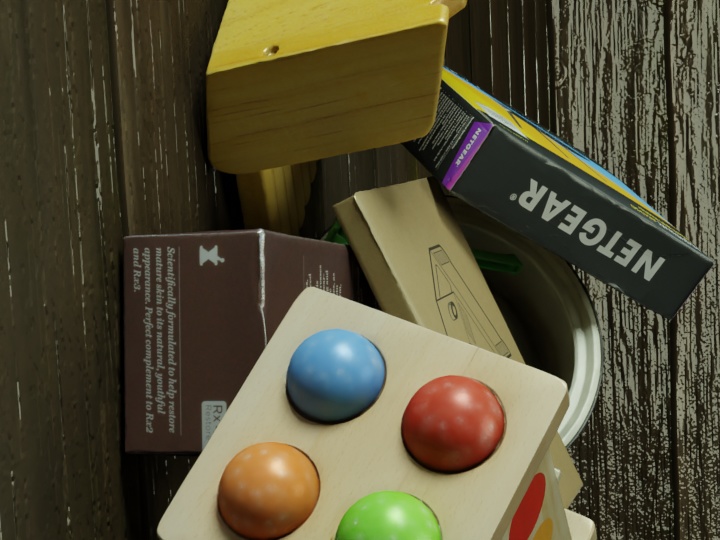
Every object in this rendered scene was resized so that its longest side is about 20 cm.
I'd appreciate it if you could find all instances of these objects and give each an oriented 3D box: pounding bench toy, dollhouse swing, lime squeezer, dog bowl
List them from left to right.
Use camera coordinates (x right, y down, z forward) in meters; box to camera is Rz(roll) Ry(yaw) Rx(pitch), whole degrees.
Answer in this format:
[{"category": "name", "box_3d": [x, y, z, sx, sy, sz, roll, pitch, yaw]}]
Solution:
[{"category": "pounding bench toy", "box_3d": [-0.006, 0.135, 0.674, 0.200, 0.124, 0.156, -59, 153, -24]}, {"category": "lime squeezer", "box_3d": [0.000, 0.000, 0.988, 0.038, 0.199, 0.071, -44, -112, 52]}, {"category": "dollhouse swing", "box_3d": [0.008, -0.112, 0.937, 0.201, 0.181, 0.176, -79, 153, -47]}, {"category": "dog bowl", "box_3d": [0.046, 0.056, 1.035, 0.074, 0.199, 0.201, 105, -9, -62]}]

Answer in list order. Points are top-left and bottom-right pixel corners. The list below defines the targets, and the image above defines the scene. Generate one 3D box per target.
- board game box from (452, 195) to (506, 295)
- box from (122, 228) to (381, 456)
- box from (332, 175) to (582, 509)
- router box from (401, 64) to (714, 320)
[{"category": "board game box", "box_3d": [0.045, 0.050, 1.137, 0.029, 0.134, 0.201, 29, 60, -58]}, {"category": "box", "box_3d": [-0.044, 0.036, 0.816, 0.200, 0.075, 0.101, 10, 79, -74]}, {"category": "box", "box_3d": [0.057, 0.046, 0.896, 0.201, 0.021, 0.163, 65, 17, 2]}, {"category": "router box", "box_3d": [0.107, -0.058, 1.033, 0.051, 0.200, 0.149, -55, -145, 12]}]
